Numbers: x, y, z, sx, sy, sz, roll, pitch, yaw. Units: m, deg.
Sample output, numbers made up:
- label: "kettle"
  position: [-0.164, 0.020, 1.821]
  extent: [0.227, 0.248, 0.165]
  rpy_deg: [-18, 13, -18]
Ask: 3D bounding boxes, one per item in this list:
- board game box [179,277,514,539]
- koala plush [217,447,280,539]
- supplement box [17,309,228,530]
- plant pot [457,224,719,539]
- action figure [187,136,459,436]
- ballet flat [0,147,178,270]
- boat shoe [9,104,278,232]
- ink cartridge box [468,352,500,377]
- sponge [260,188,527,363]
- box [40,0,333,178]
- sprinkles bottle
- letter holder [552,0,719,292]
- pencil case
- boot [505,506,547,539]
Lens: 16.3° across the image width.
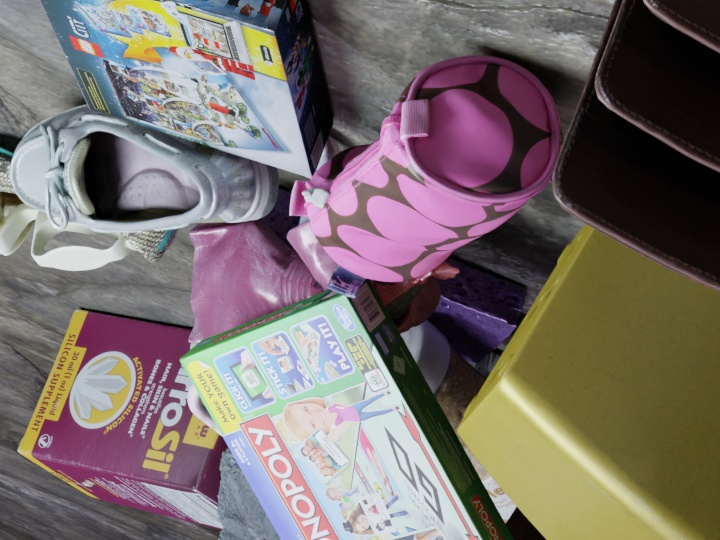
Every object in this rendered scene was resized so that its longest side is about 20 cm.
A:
- label: "board game box"
  position: [-0.003, 0.112, 1.437]
  extent: [0.134, 0.029, 0.201]
  rpy_deg: [-22, 102, 37]
- label: "koala plush"
  position: [0.007, 0.170, 1.888]
  extent: [0.177, 0.200, 0.185]
  rpy_deg: [-6, 112, 56]
- label: "supplement box"
  position: [-0.152, 0.120, 1.985]
  extent: [0.199, 0.132, 0.103]
  rpy_deg: [7, 159, 37]
- label: "plant pot"
  position: [0.166, 0.066, 1.338]
  extent: [0.176, 0.201, 0.200]
  rpy_deg: [32, 164, 2]
- label: "action figure"
  position: [-0.027, 0.014, 1.459]
  extent: [0.134, 0.150, 0.199]
  rpy_deg: [33, 157, -33]
- label: "ballet flat"
  position: [-0.203, -0.040, 1.638]
  extent: [0.199, 0.076, 0.068]
  rpy_deg: [11, 162, 32]
- label: "boat shoe"
  position: [-0.138, -0.056, 1.466]
  extent: [0.201, 0.075, 0.065]
  rpy_deg: [9, -163, 40]
- label: "ink cartridge box"
  position: [0.050, 0.101, 1.752]
  extent: [0.199, 0.086, 0.146]
  rpy_deg: [27, 162, -21]
- label: "sponge"
  position: [0.000, 0.000, 1.594]
  extent: [0.199, 0.030, 0.112]
  rpy_deg: [22, 163, -3]
- label: "box"
  position: [-0.091, -0.118, 1.312]
  extent: [0.136, 0.038, 0.200]
  rpy_deg: [18, 164, 10]
- label: "sprinkles bottle"
  position: [0.076, 0.107, 1.620]
  extent: [0.068, 0.068, 0.200]
  rpy_deg: [1, 146, 50]
- label: "letter holder"
  position: [0.189, -0.058, 0.967]
  extent: [0.199, 0.143, 0.101]
  rpy_deg: [22, 164, 0]
- label: "pencil case"
  position: [0.031, -0.049, 1.294]
  extent: [0.093, 0.091, 0.200]
  rpy_deg: [18, 162, -11]
- label: "boot"
  position: [0.114, 0.119, 1.514]
  extent: [0.064, 0.200, 0.186]
  rpy_deg: [45, 152, -24]
